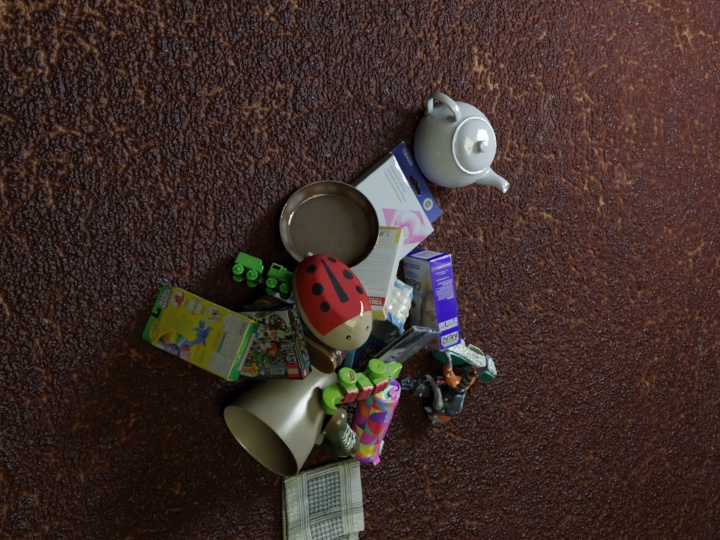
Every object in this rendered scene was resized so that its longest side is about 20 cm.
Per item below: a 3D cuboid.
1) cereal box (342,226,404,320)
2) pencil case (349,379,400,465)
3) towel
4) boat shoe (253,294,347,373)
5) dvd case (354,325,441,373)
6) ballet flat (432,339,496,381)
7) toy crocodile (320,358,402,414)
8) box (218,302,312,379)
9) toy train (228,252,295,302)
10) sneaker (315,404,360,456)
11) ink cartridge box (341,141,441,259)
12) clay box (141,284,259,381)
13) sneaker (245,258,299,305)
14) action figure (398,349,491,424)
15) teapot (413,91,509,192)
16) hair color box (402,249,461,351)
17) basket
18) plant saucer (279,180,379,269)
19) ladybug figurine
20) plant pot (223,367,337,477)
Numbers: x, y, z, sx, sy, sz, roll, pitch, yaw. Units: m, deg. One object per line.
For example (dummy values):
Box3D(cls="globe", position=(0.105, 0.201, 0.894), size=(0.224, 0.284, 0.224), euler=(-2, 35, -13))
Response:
Box3D(cls="cereal box", position=(0.000, 0.000, 1.603), size=(0.040, 0.142, 0.202), euler=(71, 28, -54))
Box3D(cls="pencil case", position=(0.027, 0.314, 1.705), size=(0.087, 0.089, 0.202), euler=(-9, 130, -30))
Box3D(cls="towel", position=(-0.080, 0.517, 1.742), size=(0.190, 0.034, 0.203), euler=(-8, 102, -31))
Box3D(cls="boat shoe", position=(-0.112, 0.112, 1.535), size=(0.199, 0.071, 0.070), euler=(40, 45, 3))
Box3D(cls="dvd case", position=(0.066, 0.182, 1.682), size=(0.199, 0.016, 0.148), euler=(-39, 160, 17))
Box3D(cls="ballet flat", position=(0.239, 0.197, 1.877), size=(0.199, 0.071, 0.073), euler=(30, 82, -33))
Box3D(cls="toy crocodile", position=(0.003, 0.225, 1.584), size=(0.198, 0.062, 0.068), euler=(-13, 140, -38))
Box3D(cls="box", position=(-0.196, 0.135, 1.519), size=(0.038, 0.197, 0.139), euler=(-37, 119, -57))
Box3D(cls="toy train", position=(-0.155, 0.019, 1.550), size=(0.197, 0.042, 0.057), euler=(20, 62, 5))
Box3D(cls="sneaker", position=(-0.035, 0.331, 1.637), size=(0.089, 0.201, 0.068), euler=(31, 64, 1))
Box3D(cls="ink cartridge box", position=(0.076, -0.139, 1.727), size=(0.200, 0.043, 0.198), euler=(-41, 116, -18))
Box3D(cls="clay box", position=(-0.295, 0.111, 1.483), size=(0.116, 0.198, 0.048), euler=(-67, 160, -4))
Box3D(cls="sneaker", position=(-0.137, 0.052, 1.617), size=(0.200, 0.070, 0.094), euler=(-44, 125, -16))
Box3D(cls="action figure", position=(0.186, 0.266, 1.813), size=(0.197, 0.105, 0.195), euler=(3, 124, -27))
Box3D(cls="teapot", position=(0.217, -0.271, 1.730), size=(0.197, 0.145, 0.201), euler=(-1, 98, -30))
Box3D(cls="hair color box", position=(0.154, 0.063, 1.767), size=(0.064, 0.109, 0.203), euler=(-18, 106, -28))
Box3D(cls="basket", position=(0.019, 0.115, 1.656), size=(0.138, 0.177, 0.202), euler=(25, 62, 5))
Box3D(cls="plant saucer", position=(-0.062, -0.082, 1.599), size=(0.197, 0.035, 0.203), euler=(2, 65, -5))
Box3D(cls="ladybug figurine", position=(-0.049, 0.049, 1.487), size=(0.135, 0.072, 0.201), euler=(-28, 76, -27))
Box3D(cls="plant pot", position=(-0.135, 0.267, 1.598), size=(0.200, 0.186, 0.189), euler=(-46, 119, -33))
